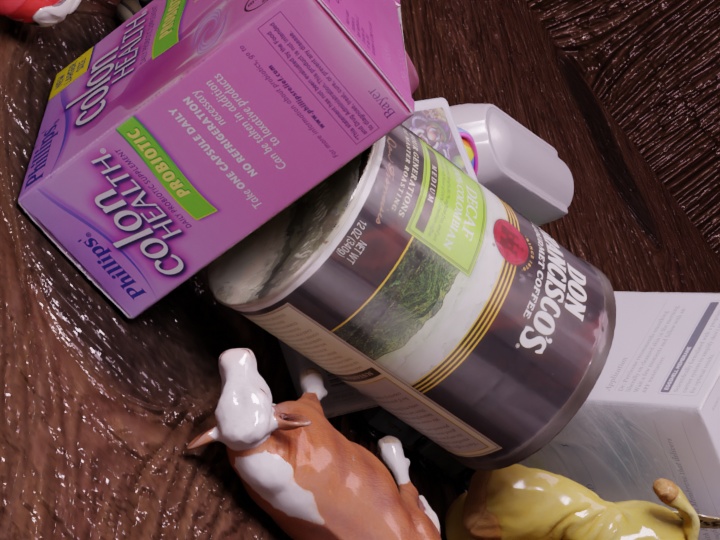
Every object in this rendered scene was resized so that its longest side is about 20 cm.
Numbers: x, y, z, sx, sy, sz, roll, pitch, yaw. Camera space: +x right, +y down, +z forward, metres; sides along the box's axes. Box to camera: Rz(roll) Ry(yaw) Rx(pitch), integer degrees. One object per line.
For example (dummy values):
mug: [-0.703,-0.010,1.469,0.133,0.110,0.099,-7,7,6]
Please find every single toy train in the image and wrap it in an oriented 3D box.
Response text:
toy train: [0.054,0.123,1.312,0.200,0.034,0.046,36,14,-49]

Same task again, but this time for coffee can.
coffee can: [0.031,0.008,1.098,0.200,0.146,0.147,34,24,-27]

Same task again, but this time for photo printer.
photo printer: [0.065,-0.072,1.496,0.200,0.166,0.070,24,55,-63]

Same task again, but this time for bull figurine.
bull figurine: [-0.023,0.112,1.040,0.200,0.065,0.122,50,15,-20]

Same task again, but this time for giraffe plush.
giraffe plush: [0.144,0.229,1.184,0.173,0.199,0.163,51,46,-54]

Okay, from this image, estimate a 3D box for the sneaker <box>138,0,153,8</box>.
sneaker: [-0.060,-0.159,1.241,0.200,0.076,0.088,-2,73,-50]

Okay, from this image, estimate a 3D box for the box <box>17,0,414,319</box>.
box: [-0.079,-0.100,1.048,0.097,0.200,0.176,47,18,-23]

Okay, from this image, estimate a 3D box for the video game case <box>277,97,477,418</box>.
video game case: [0.013,-0.012,1.229,0.181,0.023,0.201,-11,72,-30]

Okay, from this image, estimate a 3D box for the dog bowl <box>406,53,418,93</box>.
dog bowl: [-0.028,-0.198,1.535,0.200,0.074,0.200,53,-1,2]

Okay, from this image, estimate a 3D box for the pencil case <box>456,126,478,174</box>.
pencil case: [-0.008,-0.107,1.369,0.200,0.089,0.088,33,4,29]

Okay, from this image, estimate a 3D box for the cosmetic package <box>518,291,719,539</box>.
cosmetic package: [0.198,0.125,1.301,0.123,0.199,0.200,-52,129,-37]

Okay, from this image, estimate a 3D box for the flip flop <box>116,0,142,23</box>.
flip flop: [-0.130,-0.130,1.241,0.081,0.058,0.200,33,10,-31]

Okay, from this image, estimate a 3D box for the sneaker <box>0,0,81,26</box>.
sneaker: [-0.233,-0.236,1.106,0.200,0.077,0.085,57,21,6]
